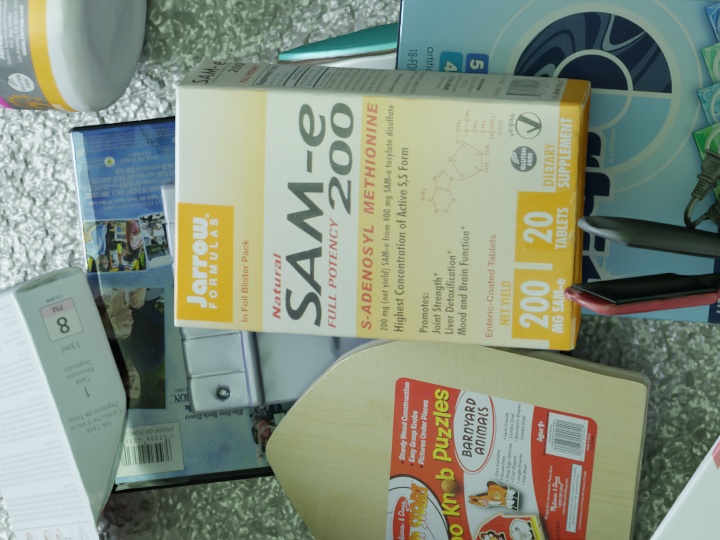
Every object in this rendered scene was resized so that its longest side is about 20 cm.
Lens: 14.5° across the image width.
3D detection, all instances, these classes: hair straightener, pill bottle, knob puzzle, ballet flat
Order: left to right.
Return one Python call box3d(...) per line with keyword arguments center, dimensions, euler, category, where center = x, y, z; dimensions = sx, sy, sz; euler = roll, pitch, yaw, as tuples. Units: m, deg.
box3d(center=(-0.227, -0.148, 1.546), dimensions=(0.200, 0.116, 0.116), euler=(4, 97, 17), category="pill bottle")
box3d(center=(0.049, 0.107, 1.487), dimensions=(0.220, 0.030, 0.220), euler=(9, 121, 16), category="knob puzzle")
box3d(center=(0.053, -0.108, 1.494), dimensions=(0.200, 0.069, 0.069), euler=(-14, 92, 15), category="ballet flat")
box3d(center=(0.186, -0.021, 1.393), dimensions=(0.041, 0.200, 0.077), euler=(25, 111, 51), category="hair straightener")

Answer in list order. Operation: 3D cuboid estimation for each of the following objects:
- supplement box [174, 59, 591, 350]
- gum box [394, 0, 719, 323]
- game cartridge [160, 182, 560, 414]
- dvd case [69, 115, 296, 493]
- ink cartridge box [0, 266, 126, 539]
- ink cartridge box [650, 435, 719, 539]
box3d(center=(0.011, -0.033, 1.397), dimensions=(0.200, 0.074, 0.126), euler=(3, 105, 7), category="supplement box")
box3d(center=(0.114, -0.063, 1.448), dimensions=(0.200, 0.045, 0.170), euler=(4, 105, 0), category="gum box")
box3d(center=(0.000, 0.000, 1.503), dimensions=(0.200, 0.038, 0.130), euler=(-8, 98, -2), category="game cartridge")
box3d(center=(-0.075, 0.014, 1.526), dimensions=(0.143, 0.018, 0.200), euler=(-6, 93, -4), category="dvd case")
box3d(center=(-0.160, 0.105, 1.535), dimensions=(0.057, 0.163, 0.200), euler=(-23, 92, -22), category="ink cartridge box")
box3d(center=(0.219, 0.093, 1.391), dimensions=(0.083, 0.200, 0.145), euler=(34, 105, 8), category="ink cartridge box")
